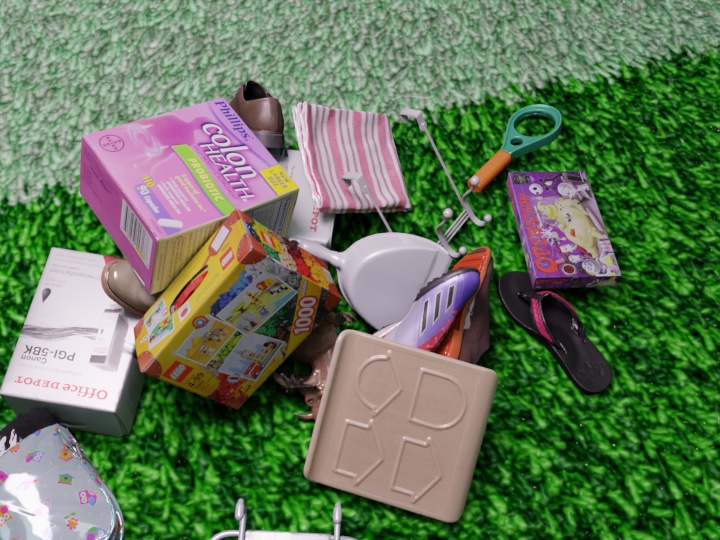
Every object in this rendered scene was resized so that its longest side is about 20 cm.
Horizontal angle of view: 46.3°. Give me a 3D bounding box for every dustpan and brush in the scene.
[{"bbox_3d":[0.000,0.000,1.078,0.197,0.141,0.057,17,21,-16],"label":"dustpan and brush"}]

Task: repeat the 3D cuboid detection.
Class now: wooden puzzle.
[{"bbox_3d":[0.048,0.182,1.002,0.196,0.046,0.189,15,94,1],"label":"wooden puzzle"}]

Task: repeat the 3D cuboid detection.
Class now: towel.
[{"bbox_3d":[-0.005,-0.151,1.145,0.198,0.030,0.149,-5,78,-49],"label":"towel"}]

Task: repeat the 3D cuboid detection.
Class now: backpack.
[{"bbox_3d":[-0.349,0.267,0.922,0.200,0.127,0.166,43,64,15],"label":"backpack"}]

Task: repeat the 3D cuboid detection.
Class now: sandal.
[{"bbox_3d":[0.260,0.071,1.109,0.074,0.045,0.201,-32,68,-18],"label":"sandal"}]

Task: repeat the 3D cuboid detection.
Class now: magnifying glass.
[{"bbox_3d":[0.226,-0.183,1.243,0.079,0.023,0.200,28,61,33],"label":"magnifying glass"}]

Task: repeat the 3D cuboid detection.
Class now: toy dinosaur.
[{"bbox_3d":[-0.079,0.083,1.067,0.136,0.086,0.200,-45,57,3],"label":"toy dinosaur"}]

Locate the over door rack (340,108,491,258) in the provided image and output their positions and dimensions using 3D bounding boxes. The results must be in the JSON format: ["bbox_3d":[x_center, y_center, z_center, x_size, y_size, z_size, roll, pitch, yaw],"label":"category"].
[{"bbox_3d":[0.086,-0.095,1.125,0.148,0.066,0.201,-48,112,-25],"label":"over door rack"}]

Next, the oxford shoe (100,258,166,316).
[{"bbox_3d":[-0.218,0.022,1.029,0.198,0.073,0.072,16,67,-44],"label":"oxford shoe"}]

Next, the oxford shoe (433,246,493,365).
[{"bbox_3d":[0.138,0.064,1.098,0.072,0.071,0.202,37,64,-28],"label":"oxford shoe"}]

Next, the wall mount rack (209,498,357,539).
[{"bbox_3d":[-0.084,0.345,0.924,0.196,0.075,0.177,3,61,-1],"label":"wall mount rack"}]

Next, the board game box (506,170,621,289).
[{"bbox_3d":[0.278,-0.061,1.170,0.118,0.033,0.202,-4,50,-1],"label":"board game box"}]

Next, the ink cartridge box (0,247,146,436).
[{"bbox_3d":[-0.336,0.087,1.044,0.144,0.083,0.203,8,61,0],"label":"ink cartridge box"}]

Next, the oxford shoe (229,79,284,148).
[{"bbox_3d":[-0.152,-0.223,1.180,0.072,0.086,0.199,-2,14,-30],"label":"oxford shoe"}]

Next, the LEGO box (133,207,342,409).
[{"bbox_3d":[-0.144,0.050,0.981,0.200,0.148,0.078,-47,41,16],"label":"LEGO box"}]

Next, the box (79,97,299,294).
[{"bbox_3d":[-0.207,-0.096,1.016,0.198,0.097,0.176,-23,62,-35],"label":"box"}]

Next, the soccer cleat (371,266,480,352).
[{"bbox_3d":[0.079,0.077,1.041,0.199,0.068,0.074,-41,55,13],"label":"soccer cleat"}]

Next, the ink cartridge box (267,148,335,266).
[{"bbox_3d":[-0.129,-0.088,1.150,0.196,0.084,0.149,7,60,1],"label":"ink cartridge box"}]
